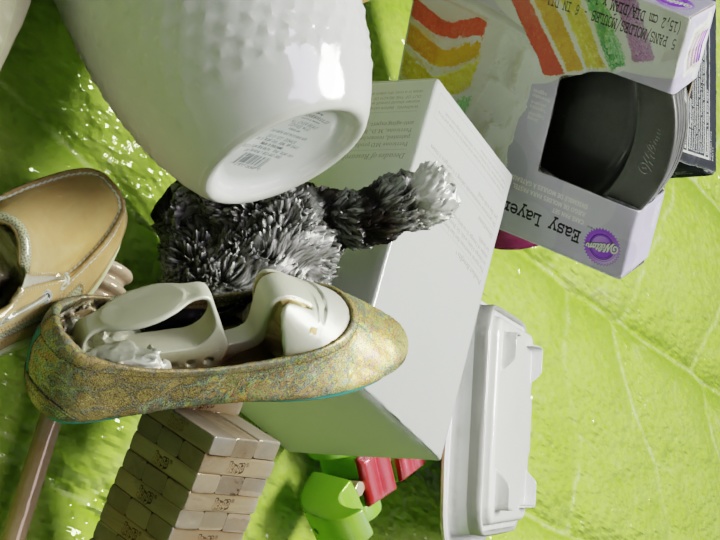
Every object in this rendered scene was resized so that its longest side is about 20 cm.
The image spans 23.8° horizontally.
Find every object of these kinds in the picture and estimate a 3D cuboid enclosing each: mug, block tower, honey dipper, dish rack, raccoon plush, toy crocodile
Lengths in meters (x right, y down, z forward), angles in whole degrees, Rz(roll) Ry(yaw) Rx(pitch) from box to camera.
[{"bbox_3d":[-0.064,-0.125,0.878,0.176,0.147,0.200,65,10,18],"label":"mug"},{"bbox_3d":[-0.107,0.158,0.873,0.054,0.058,0.201,14,99,-50],"label":"block tower"},{"bbox_3d":[-0.162,0.089,0.874,0.038,0.038,0.202,38,61,-49],"label":"honey dipper"},{"bbox_3d":[0.096,0.106,1.199,0.200,0.043,0.173,28,64,-76],"label":"dish rack"},{"bbox_3d":[-0.048,0.010,0.910,0.097,0.199,0.135,48,31,-38],"label":"raccoon plush"},{"bbox_3d":[0.019,0.114,1.122,0.200,0.061,0.068,-38,120,-51],"label":"toy crocodile"}]

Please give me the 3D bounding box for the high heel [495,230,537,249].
[{"bbox_3d":[0.103,-0.115,1.214,0.067,0.095,0.202,7,86,-68],"label":"high heel"}]

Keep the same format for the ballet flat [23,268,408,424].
[{"bbox_3d":[-0.064,0.031,0.836,0.198,0.071,0.071,-7,96,-20],"label":"ballet flat"}]

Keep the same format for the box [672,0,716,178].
[{"bbox_3d":[0.182,-0.180,1.316,0.198,0.122,0.202,9,81,-57],"label":"box"}]

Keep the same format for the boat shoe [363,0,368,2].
[{"bbox_3d":[-0.011,-0.202,1.074,0.200,0.069,0.074,-41,123,-49],"label":"boat shoe"}]

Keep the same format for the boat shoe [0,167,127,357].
[{"bbox_3d":[-0.170,0.000,0.808,0.072,0.076,0.200,41,44,1],"label":"boat shoe"}]

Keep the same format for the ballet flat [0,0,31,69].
[{"bbox_3d":[-0.194,-0.114,0.792,0.069,0.069,0.202,25,68,-53],"label":"ballet flat"}]

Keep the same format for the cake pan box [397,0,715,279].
[{"bbox_3d":[0.119,-0.112,1.108,0.052,0.199,0.185,-33,141,-51],"label":"cake pan box"}]

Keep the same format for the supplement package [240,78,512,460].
[{"bbox_3d":[0.000,0.000,1.045,0.117,0.116,0.201,46,52,-48],"label":"supplement package"}]
